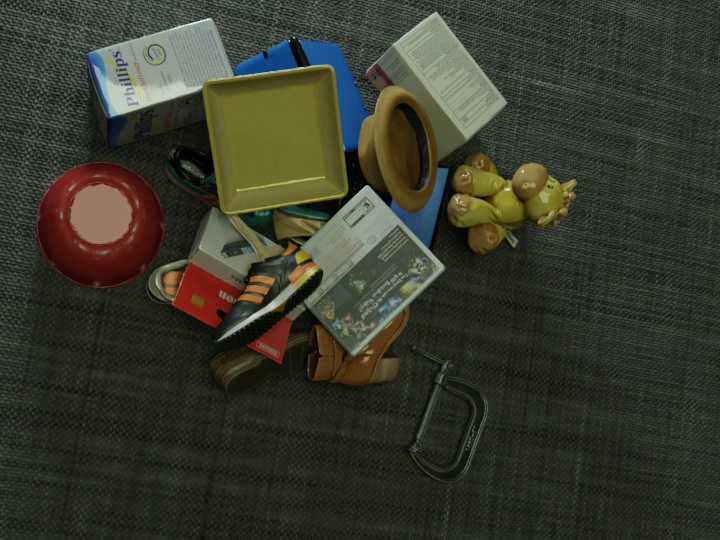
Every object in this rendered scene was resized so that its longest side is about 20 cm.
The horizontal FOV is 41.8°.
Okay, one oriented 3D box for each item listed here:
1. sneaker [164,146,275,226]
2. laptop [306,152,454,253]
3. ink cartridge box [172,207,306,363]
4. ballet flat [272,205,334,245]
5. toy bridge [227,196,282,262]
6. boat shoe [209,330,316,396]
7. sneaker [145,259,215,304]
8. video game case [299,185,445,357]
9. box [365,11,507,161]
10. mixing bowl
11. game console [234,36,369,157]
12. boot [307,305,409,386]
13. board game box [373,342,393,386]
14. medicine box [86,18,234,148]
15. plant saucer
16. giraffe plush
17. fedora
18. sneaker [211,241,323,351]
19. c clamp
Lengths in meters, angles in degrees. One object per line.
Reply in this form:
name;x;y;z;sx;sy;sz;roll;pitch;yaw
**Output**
sneaker;-0.221;-0.134;1.512;0.198;0.080;0.072;27;74;-11
laptop;0.029;-0.116;1.565;0.198;0.103;0.179;19;78;-21
ink cartridge box;-0.175;0.022;1.461;0.199;0.045;0.178;31;45;-21
ballet flat;-0.045;-0.064;1.530;0.197;0.069;0.064;9;107;5
toy bridge;-0.179;-0.104;1.468;0.067;0.027;0.202;-12;81;-38
boat shoe;-0.145;0.129;1.507;0.198;0.073;0.068;-18;47;-33
sneaker;-0.237;0.020;1.494;0.197;0.079;0.080;-7;84;-17
video game case;0.000;0.000;1.468;0.200;0.023;0.182;-43;82;-5
box;0.128;-0.309;1.600;0.128;0.109;0.201;-42;96;-32
mixing bowl;-0.397;-0.078;1.447;0.198;0.108;0.203;2;83;-16
game console;-0.085;-0.263;1.535;0.169;0.118;0.202;-24;81;7
boot;-0.009;0.086;1.512;0.153;0.077;0.203;3;102;-26
board game box;0.013;0.082;1.573;0.104;0.023;0.202;16;86;-11
medicine box;-0.311;-0.284;1.453;0.198;0.182;0.104;-21;88;-16
plant saucer;-0.127;-0.199;1.422;0.197;0.048;0.203;-9;107;-9
giraffe plush;0.265;-0.114;1.569;0.199;0.161;0.174;31;61;-35
fedora;0.051;-0.190;1.510;0.200;0.081;0.203;13;74;-55
sneaker;-0.154;0.036;1.418;0.199;0.070;0.090;-37;70;-17
c clamp;0.134;0.250;1.598;0.169;0.027;0.202;20;77;-17
